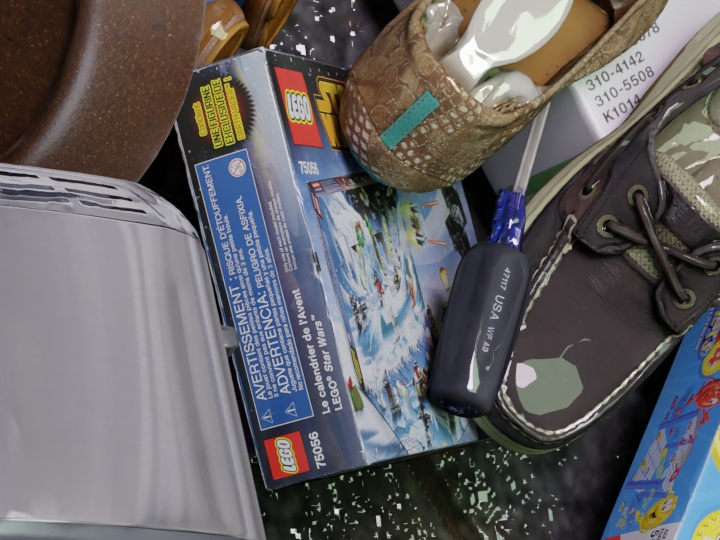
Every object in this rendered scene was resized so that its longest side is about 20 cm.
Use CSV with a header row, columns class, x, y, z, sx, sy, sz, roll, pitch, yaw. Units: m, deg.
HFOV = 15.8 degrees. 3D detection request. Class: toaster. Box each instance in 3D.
class,x,y,z,sx,sy,sz,roll,pitch,yaw
toaster,-0.126,0.044,0.763,0.199,0.114,0.130,5,64,-26

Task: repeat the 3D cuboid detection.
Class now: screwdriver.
class,x,y,z,sx,sy,sz,roll,pitch,yaw
screwdriver,0.056,-0.041,0.915,0.029,0.028,0.201,7,65,11

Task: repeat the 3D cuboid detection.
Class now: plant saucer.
class,x,y,z,sx,sy,sz,roll,pitch,yaw
plant saucer,-0.138,-0.102,0.833,0.034,0.199,0.202,-18,87,-54

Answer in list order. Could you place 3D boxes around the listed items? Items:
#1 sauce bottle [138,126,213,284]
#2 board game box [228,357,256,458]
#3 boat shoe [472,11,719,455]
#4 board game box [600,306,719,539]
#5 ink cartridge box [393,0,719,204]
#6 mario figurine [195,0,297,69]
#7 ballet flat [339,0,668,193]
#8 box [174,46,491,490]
class,x,y,z,sx,sy,sz,roll,pitch,yaw
sauce bottle,-0.085,0.033,0.880,0.066,0.066,0.201,25,68,-22
board game box,-0.119,-0.014,0.927,0.119,0.032,0.201,-15,86,-35
boat shoe,0.108,-0.022,0.913,0.073,0.065,0.201,37,80,-9
board game box,0.206,0.091,1.014,0.199,0.056,0.197,34,63,-17
ink cartridge box,0.096,-0.117,1.009,0.146,0.084,0.201,-31,94,-30
mario figurine,-0.120,-0.129,0.911,0.200,0.123,0.106,39,103,7
ballet flat,0.070,-0.098,0.892,0.070,0.065,0.200,44,56,-5
box,0.000,0.000,0.911,0.200,0.040,0.138,3,73,-72
